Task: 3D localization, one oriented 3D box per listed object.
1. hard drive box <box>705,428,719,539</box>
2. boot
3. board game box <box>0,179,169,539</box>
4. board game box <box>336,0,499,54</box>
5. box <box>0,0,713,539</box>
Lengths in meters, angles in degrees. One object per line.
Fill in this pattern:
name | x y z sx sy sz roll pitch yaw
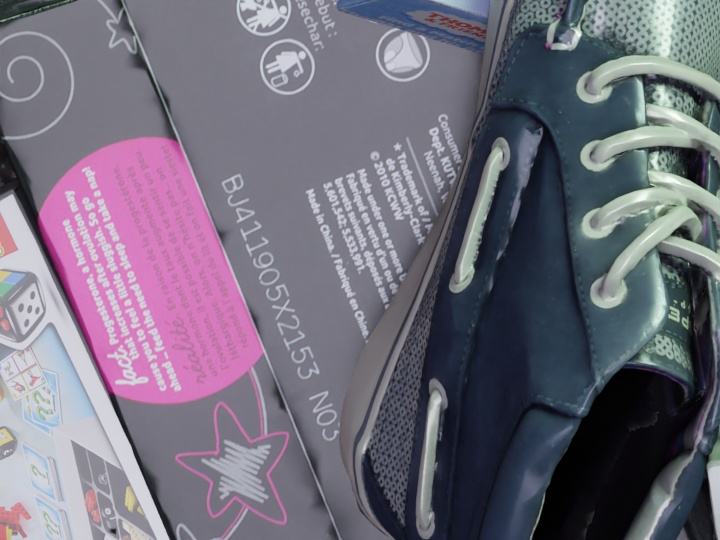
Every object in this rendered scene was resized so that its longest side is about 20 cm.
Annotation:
hard drive box | 0.164 0.052 0.734 0.155 0.200 0.077 -8 99 6
boot | 0.062 -0.016 0.653 0.073 0.090 0.201 13 102 -26
board game box | -0.108 0.089 0.848 0.126 0.035 0.200 -24 96 9
board game box | 0.083 -0.141 0.729 0.151 0.037 0.201 14 81 -27
box | 0.000 0.000 0.783 0.132 0.115 0.201 -22 97 7
